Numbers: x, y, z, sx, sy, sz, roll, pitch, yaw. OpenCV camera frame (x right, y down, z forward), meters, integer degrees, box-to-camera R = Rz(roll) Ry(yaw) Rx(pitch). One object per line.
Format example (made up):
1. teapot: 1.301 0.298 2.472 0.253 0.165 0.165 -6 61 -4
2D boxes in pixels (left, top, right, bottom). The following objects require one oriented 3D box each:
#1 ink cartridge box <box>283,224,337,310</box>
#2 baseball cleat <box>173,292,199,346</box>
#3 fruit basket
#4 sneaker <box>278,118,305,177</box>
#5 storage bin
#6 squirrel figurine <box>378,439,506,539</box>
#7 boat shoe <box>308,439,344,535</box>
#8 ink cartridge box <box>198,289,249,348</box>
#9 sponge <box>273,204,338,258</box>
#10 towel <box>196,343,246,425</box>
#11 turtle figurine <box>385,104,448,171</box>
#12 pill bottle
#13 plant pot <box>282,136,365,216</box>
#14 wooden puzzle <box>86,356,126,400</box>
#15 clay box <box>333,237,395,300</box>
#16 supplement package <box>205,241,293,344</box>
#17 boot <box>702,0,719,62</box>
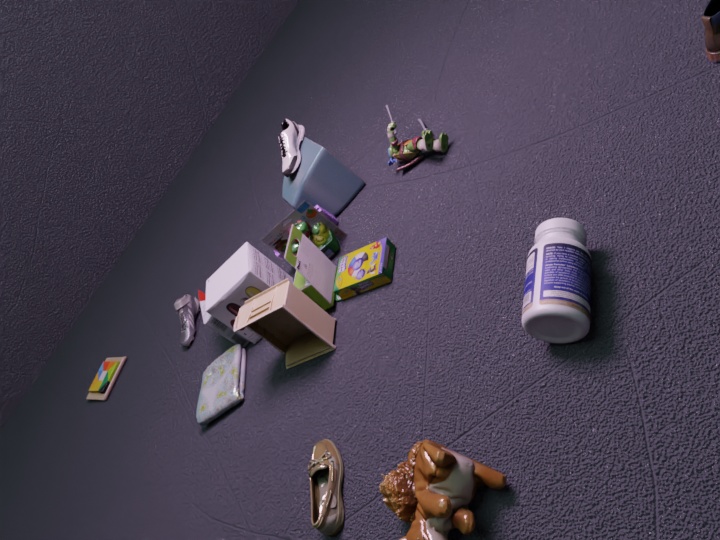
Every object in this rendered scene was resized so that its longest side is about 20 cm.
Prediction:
1. ink cartridge box: -0.153 -0.002 1.503 0.075 0.200 0.150 -28 34 27
2. baseball cleat: -0.638 0.174 1.994 0.068 0.106 0.204 -26 43 22
3. fruit basket: -0.159 -0.091 1.606 0.184 0.199 0.095 -37 51 17
4. sneaker: -0.228 -0.382 1.726 0.073 0.079 0.206 -25 51 40
5. storage bin: -0.194 0.145 1.428 0.195 0.199 0.096 -26 39 31
6. squirrel figurine: 0.117 0.395 0.934 0.199 0.139 0.192 0 68 65
7. boat shoe: -0.079 0.440 1.150 0.072 0.063 0.204 -32 39 23
8. ink cartridge box: -0.428 0.138 1.737 0.047 0.159 0.201 -44 35 8
9. sponge: -0.167 -0.106 1.704 0.200 0.111 0.030 -45 61 10
10. towel: -0.411 0.336 1.640 0.170 0.048 0.203 -36 37 22
11. turtle figurine: 0.152 -0.393 1.571 0.191 0.143 0.204 14 72 49
12. pill bottle: 0.354 0.015 0.991 0.114 0.115 0.205 -13 49 41
13. plant pot: -0.141 -0.272 1.762 0.202 0.194 0.196 -54 35 3
14. wooden puzzle: -1.061 0.445 2.295 0.196 0.037 0.189 -14 50 42
15. clay box: 0.000 0.000 1.471 0.196 0.047 0.118 -21 45 35
16. supplement package: -0.326 0.070 1.649 0.190 0.199 0.149 -40 36 15
17. boot: 0.729 -0.509 1.051 0.201 0.096 0.075 -51 35 0
